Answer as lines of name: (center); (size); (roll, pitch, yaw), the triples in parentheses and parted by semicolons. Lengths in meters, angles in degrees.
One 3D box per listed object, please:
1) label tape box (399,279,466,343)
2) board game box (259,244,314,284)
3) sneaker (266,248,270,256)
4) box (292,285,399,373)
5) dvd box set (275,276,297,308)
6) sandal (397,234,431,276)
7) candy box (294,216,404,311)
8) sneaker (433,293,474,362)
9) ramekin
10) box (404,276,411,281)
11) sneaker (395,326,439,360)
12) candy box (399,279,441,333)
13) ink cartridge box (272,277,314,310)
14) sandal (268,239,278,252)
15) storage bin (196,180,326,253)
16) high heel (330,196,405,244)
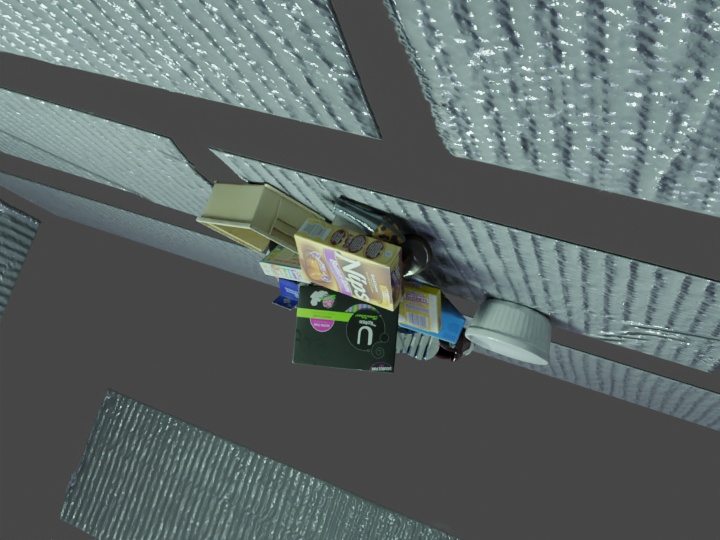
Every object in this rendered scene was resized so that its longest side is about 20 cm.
label tape box: (0.136, 0.081, 1.745); (0.141, 0.065, 0.200); (19, -167, -17)
board game box: (-0.109, -0.035, 1.651); (0.197, 0.134, 0.035); (10, 135, 48)
sneaker: (-0.155, -0.047, 1.901); (0.195, 0.078, 0.116); (7, 159, 20)
box: (-0.025, 0.111, 1.511); (0.194, 0.153, 0.124); (5, 179, 2)
dvd box set: (-0.128, 0.032, 1.963); (0.142, 0.030, 0.200); (-4, -154, -23)
sandal: (0.046, -0.008, 1.453); (0.196, 0.055, 0.083); (-13, 121, 29)
candy box: (-0.019, -0.012, 1.403); (0.195, 0.057, 0.118); (17, 141, 22)
sneaker: (0.179, 0.129, 1.827); (0.201, 0.115, 0.076); (49, 131, 10)
ramekin: (0.343, 0.136, 1.766); (0.197, 0.097, 0.203); (19, 171, 3)
box: (0.057, -0.020, 1.601); (0.114, 0.062, 0.200); (19, 170, 5)
sneaker: (0.072, 0.136, 1.738); (0.195, 0.082, 0.115); (18, -169, -21)
candy box: (0.073, 0.060, 1.599); (0.195, 0.026, 0.104); (15, 131, 25)
ink cartridge box: (-0.104, 0.003, 1.669); (0.099, 0.199, 0.040); (12, 138, 56)
sandal: (-0.136, -0.026, 1.785); (0.197, 0.082, 0.055); (30, 154, 29)
storage bin: (-0.194, -0.098, 1.590); (0.197, 0.096, 0.197); (9, 165, 47)
high heel: (0.008, -0.058, 1.447); (0.140, 0.073, 0.201); (26, 161, 2)
